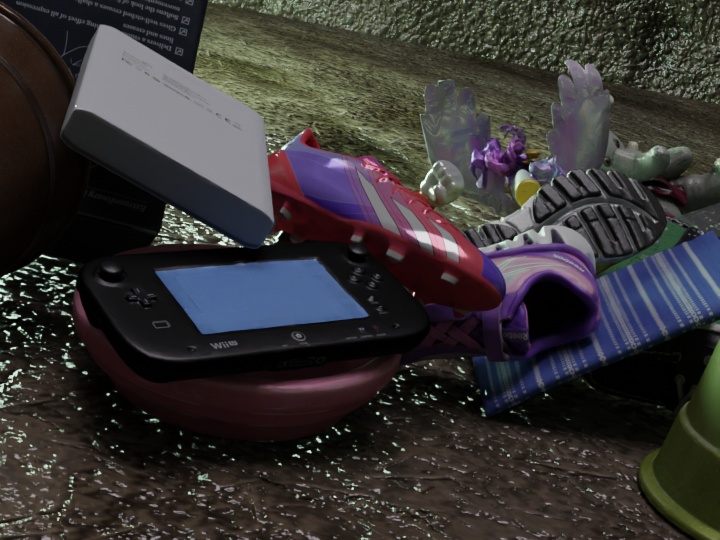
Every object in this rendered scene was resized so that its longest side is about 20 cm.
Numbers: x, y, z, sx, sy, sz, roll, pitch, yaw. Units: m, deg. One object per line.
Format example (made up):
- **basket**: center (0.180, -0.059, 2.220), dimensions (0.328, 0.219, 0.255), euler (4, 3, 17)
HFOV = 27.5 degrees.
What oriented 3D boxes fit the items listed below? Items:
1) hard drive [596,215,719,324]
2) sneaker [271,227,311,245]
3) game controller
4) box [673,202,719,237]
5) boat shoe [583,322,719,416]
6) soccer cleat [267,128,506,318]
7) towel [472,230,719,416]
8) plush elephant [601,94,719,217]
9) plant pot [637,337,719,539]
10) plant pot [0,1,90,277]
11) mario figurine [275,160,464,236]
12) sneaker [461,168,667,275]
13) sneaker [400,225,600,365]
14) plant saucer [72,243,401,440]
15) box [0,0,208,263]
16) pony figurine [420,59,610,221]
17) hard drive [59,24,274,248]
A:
- **hard drive**: center (0.283, 0.031, 1.163), dimensions (0.199, 0.038, 0.140), euler (25, 41, 18)
- **sneaker**: center (0.000, 0.000, 1.059), dimensions (0.066, 0.091, 0.199), euler (25, 19, 36)
- **game controller**: center (-0.057, 0.020, 0.832), dimensions (0.199, 0.042, 0.104), euler (-5, 27, -35)
- **box**: center (0.336, -0.001, 1.276), dimensions (0.199, 0.037, 0.144), euler (-16, 46, -33)
- **boat shoe**: center (0.250, 0.080, 1.030), dimensions (0.198, 0.074, 0.061), euler (7, 52, 4)
- **soccer cleat**: center (0.015, -0.035, 0.950), dimensions (0.199, 0.077, 0.067), euler (23, -24, 31)
- **towel**: center (0.172, 0.036, 1.011), dimensions (0.199, 0.024, 0.145), euler (-24, 15, 7)
- **plush elephant**: center (0.250, -0.078, 1.392), dimensions (0.199, 0.166, 0.155), euler (6, -32, 33)
- **plant pot**: center (0.285, 0.063, 0.875), dimensions (0.198, 0.192, 0.200), euler (11, 14, -3)
- **plant pot**: center (-0.279, -0.051, 0.853), dimensions (0.199, 0.202, 0.198), euler (13, 22, 1)
- **mario figurine**: center (0.006, -0.055, 1.216), dimensions (0.106, 0.124, 0.200), euler (28, 2, -28)
- **sneaker**: center (0.138, -0.012, 1.112), dimensions (0.199, 0.090, 0.079), euler (-19, 65, -16)
- **sneaker**: center (0.073, 0.028, 0.972), dimensions (0.198, 0.081, 0.089), euler (-12, 29, -8)
- **plant saucer**: center (-0.075, 0.044, 0.888), dimensions (0.199, 0.051, 0.201), euler (11, 21, -4)
- **box**: center (-0.205, -0.119, 1.053), dimensions (0.147, 0.202, 0.107), euler (15, -21, -15)
- **pony figurine**: center (0.141, -0.065, 1.233), dimensions (0.165, 0.195, 0.200), euler (-6, 19, -2)
- **hard drive**: center (-0.117, -0.089, 0.924), dimensions (0.131, 0.027, 0.200), euler (30, 17, -16)
